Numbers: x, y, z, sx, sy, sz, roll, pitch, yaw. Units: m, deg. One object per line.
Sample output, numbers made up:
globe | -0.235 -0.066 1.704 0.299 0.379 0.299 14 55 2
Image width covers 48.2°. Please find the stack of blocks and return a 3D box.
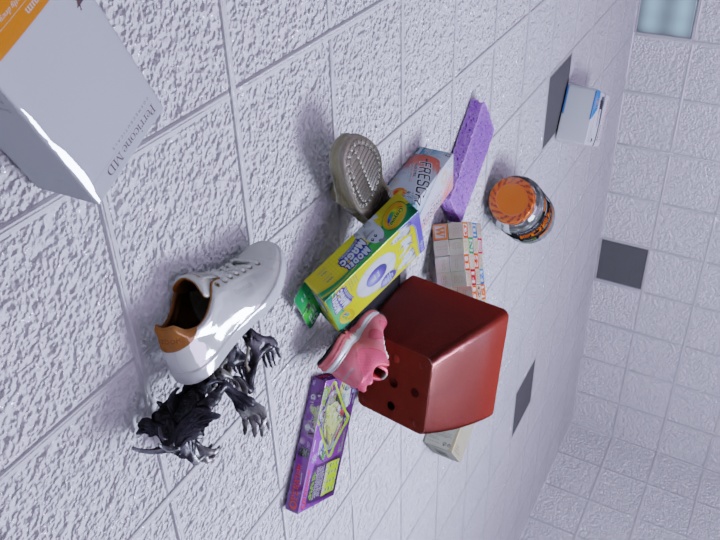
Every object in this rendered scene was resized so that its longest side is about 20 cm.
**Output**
stack of blocks | 0.185 0.015 1.484 0.115 0.058 0.203 -4 90 -65

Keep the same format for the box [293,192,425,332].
box | 0.000 0.000 1.078 0.200 0.048 0.118 -42 156 -10

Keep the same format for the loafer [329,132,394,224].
loafer | -0.009 -0.112 1.046 0.076 0.068 0.200 -62 157 -17

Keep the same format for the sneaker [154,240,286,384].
sneaker | -0.141 0.019 0.838 0.201 0.072 0.085 -60 140 -43

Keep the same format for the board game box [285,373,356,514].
board game box | -0.055 0.253 1.216 0.120 0.032 0.203 0 103 -69

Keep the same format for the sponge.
sponge | 0.196 -0.200 1.488 0.203 0.029 0.112 -70 156 -12

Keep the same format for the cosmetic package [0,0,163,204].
cosmetic package | -0.228 -0.148 0.553 0.102 0.070 0.201 -64 154 -23

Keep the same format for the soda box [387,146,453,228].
soda box | 0.079 -0.111 1.247 0.201 0.063 0.069 -53 148 -41

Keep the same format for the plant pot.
plant pot | 0.103 0.152 1.317 0.175 0.198 0.203 -24 126 -48

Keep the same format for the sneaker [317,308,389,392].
sneaker | 0.007 0.122 1.162 0.074 0.087 0.200 -52 174 23

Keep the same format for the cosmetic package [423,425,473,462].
cosmetic package | 0.215 0.308 1.779 0.202 0.072 0.104 -66 154 -16

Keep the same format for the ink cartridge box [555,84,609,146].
ink cartridge box | 0.600 -0.413 2.164 0.199 0.083 0.147 -15 118 -63

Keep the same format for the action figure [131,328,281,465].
action figure | -0.151 0.145 0.842 0.103 0.118 0.200 58 34 -16

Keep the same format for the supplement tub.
supplement tub | 0.346 -0.132 1.740 0.199 0.121 0.124 17 89 -65
